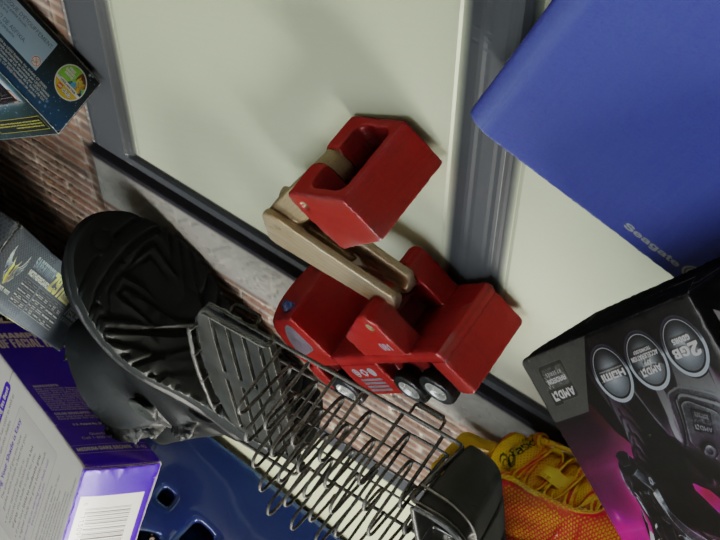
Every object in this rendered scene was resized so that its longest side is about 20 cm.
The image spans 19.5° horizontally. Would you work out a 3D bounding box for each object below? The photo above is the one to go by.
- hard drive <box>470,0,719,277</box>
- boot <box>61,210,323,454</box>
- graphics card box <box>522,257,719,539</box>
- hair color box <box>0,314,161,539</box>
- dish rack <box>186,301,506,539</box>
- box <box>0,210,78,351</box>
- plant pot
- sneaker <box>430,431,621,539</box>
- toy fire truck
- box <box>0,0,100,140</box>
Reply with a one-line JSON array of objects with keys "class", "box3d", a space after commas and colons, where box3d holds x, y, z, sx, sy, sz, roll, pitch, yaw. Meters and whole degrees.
[{"class": "hard drive", "box3d": [0.121, -0.057, 0.719, 0.132, 0.025, 0.200, 37, 158, 0]}, {"class": "boot", "box3d": [-0.135, 0.043, 1.246, 0.200, 0.077, 0.168, 42, 155, -30]}, {"class": "graphics card box", "box3d": [0.152, 0.096, 0.779, 0.201, 0.051, 0.125, 61, 152, 0]}, {"class": "hair color box", "box3d": [-0.214, 0.117, 1.388, 0.200, 0.064, 0.110, 43, 123, 42]}, {"class": "dish rack", "box3d": [-0.012, 0.101, 1.062, 0.199, 0.055, 0.154, 29, 153, 23]}, {"class": "box", "box3d": [-0.252, -0.027, 1.264, 0.157, 0.051, 0.200, 33, 174, 12]}, {"class": "plant pot", "box3d": [-0.133, 0.238, 1.502, 0.200, 0.180, 0.200, 39, 158, -5]}, {"class": "sneaker", "box3d": [0.101, 0.122, 1.056, 0.199, 0.073, 0.077, -2, 127, 54]}, {"class": "toy fire truck", "box3d": [0.000, 0.000, 0.990, 0.141, 0.049, 0.200, 45, 158, -19]}, {"class": "box", "box3d": [-0.237, -0.128, 1.109, 0.137, 0.038, 0.199, 47, 156, -25]}]
